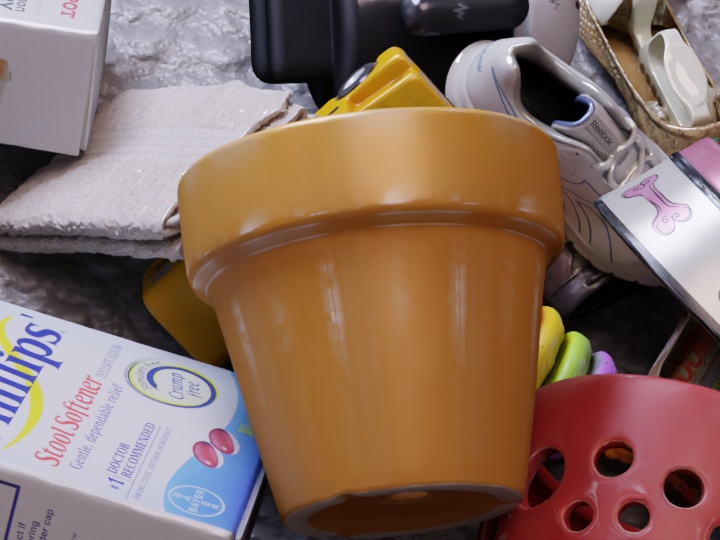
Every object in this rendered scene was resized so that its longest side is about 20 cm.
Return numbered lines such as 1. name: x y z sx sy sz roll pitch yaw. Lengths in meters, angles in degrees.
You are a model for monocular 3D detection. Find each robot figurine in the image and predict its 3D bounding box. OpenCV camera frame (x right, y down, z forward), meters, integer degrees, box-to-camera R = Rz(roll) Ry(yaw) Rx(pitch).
1. robot figurine: 0.034 -0.155 1.723 0.199 0.125 0.150 -4 43 -15

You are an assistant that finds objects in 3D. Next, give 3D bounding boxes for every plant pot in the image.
1. plant pot: 0.152 0.180 1.491 0.200 0.201 0.183 17 60 1
2. plant pot: 0.013 0.036 1.457 0.199 0.200 0.184 -3 74 -12

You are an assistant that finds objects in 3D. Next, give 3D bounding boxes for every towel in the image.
1. towel: -0.123 -0.057 1.624 0.133 0.200 0.035 -45 118 -31

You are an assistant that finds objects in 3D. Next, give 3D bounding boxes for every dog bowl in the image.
1. dog bowl: 0.220 0.010 1.534 0.074 0.200 0.200 -44 69 6

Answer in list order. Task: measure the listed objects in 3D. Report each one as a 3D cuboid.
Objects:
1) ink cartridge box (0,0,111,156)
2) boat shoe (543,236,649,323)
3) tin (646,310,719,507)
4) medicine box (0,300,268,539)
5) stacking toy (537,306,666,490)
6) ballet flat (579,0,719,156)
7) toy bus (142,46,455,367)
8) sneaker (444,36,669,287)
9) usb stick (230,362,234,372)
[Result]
1. ink cartridge box: -0.249 -0.148 1.676 0.199 0.084 0.145 10 27 -5
2. boat shoe: 0.192 -0.018 1.712 0.199 0.072 0.065 -17 68 -19
3. tin: 0.223 0.070 1.642 0.112 0.042 0.200 43 42 -3
4. medicine box: -0.155 0.113 1.487 0.199 0.103 0.182 17 23 1
5. stacking toy: 0.104 0.069 1.628 0.200 0.110 0.116 32 56 -6
6. ballet flat: 0.184 -0.144 1.796 0.070 0.065 0.200 -17 61 -21
7. toy bus: -0.032 -0.036 1.617 0.200 0.078 0.065 -41 103 8
8. sneaker: 0.136 -0.059 1.627 0.200 0.087 0.075 37 76 -8
9. usb stick: 0.000 0.000 1.631 0.200 0.055 0.033 -45 99 -7
